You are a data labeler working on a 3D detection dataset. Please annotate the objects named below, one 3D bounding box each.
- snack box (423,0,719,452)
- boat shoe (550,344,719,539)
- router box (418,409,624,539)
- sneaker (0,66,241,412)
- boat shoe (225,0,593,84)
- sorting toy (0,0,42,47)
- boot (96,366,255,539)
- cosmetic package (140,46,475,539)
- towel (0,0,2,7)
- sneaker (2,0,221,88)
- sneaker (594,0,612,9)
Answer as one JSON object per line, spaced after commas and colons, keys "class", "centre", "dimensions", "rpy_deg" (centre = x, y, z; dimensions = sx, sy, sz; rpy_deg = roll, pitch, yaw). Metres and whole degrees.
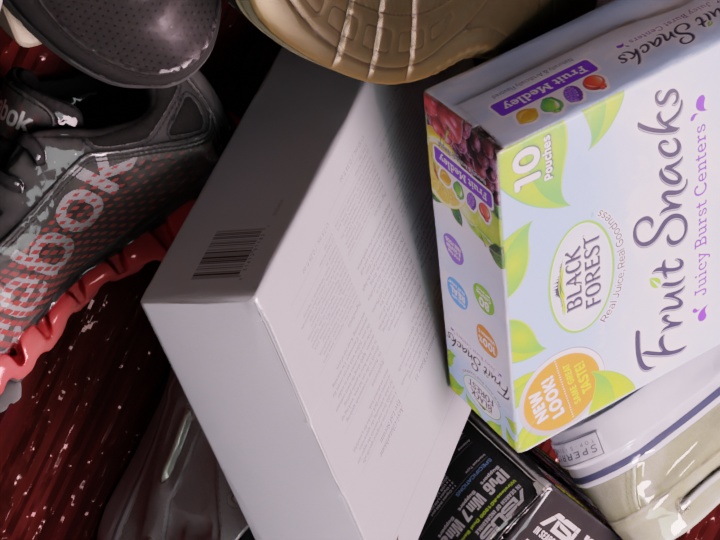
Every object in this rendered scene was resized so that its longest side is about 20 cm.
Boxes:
{"class": "snack box", "centre": [0.122, -0.038, 0.903], "dimensions": [0.199, 0.053, 0.143], "rpy_deg": [-26, 132, -22]}
{"class": "boat shoe", "centre": [0.157, 0.043, 0.980], "dimensions": [0.200, 0.072, 0.062], "rpy_deg": [-31, 97, -29]}
{"class": "router box", "centre": [0.076, 0.118, 1.029], "dimensions": [0.062, 0.150, 0.200], "rpy_deg": [-51, 129, 1]}
{"class": "sneaker", "centre": [-0.128, -0.016, 0.882], "dimensions": [0.200, 0.071, 0.098], "rpy_deg": [-37, 128, -14]}
{"class": "boat shoe", "centre": [0.008, -0.105, 0.846], "dimensions": [0.200, 0.066, 0.072], "rpy_deg": [-7, 107, -52]}
{"class": "sorting toy", "centre": [-0.075, -0.212, 0.814], "dimensions": [0.198, 0.070, 0.201], "rpy_deg": [-31, 126, -16]}
{"class": "boot", "centre": [-0.037, 0.063, 0.964], "dimensions": [0.073, 0.096, 0.201], "rpy_deg": [10, 108, -35]}
{"class": "cosmetic package", "centre": [0.000, 0.000, 0.913], "dimensions": [0.151, 0.051, 0.200], "rpy_deg": [66, 34, -35]}
{"class": "towel", "centre": [-0.196, -0.035, 0.797], "dimensions": [0.034, 0.132, 0.201], "rpy_deg": [-22, 131, -65]}
{"class": "sneaker", "centre": [-0.089, -0.130, 0.750], "dimensions": [0.073, 0.082, 0.200], "rpy_deg": [-36, 129, -14]}
{"class": "sneaker", "centre": [0.186, -0.116, 1.034], "dimensions": [0.199, 0.075, 0.090], "rpy_deg": [-2, 122, -24]}
